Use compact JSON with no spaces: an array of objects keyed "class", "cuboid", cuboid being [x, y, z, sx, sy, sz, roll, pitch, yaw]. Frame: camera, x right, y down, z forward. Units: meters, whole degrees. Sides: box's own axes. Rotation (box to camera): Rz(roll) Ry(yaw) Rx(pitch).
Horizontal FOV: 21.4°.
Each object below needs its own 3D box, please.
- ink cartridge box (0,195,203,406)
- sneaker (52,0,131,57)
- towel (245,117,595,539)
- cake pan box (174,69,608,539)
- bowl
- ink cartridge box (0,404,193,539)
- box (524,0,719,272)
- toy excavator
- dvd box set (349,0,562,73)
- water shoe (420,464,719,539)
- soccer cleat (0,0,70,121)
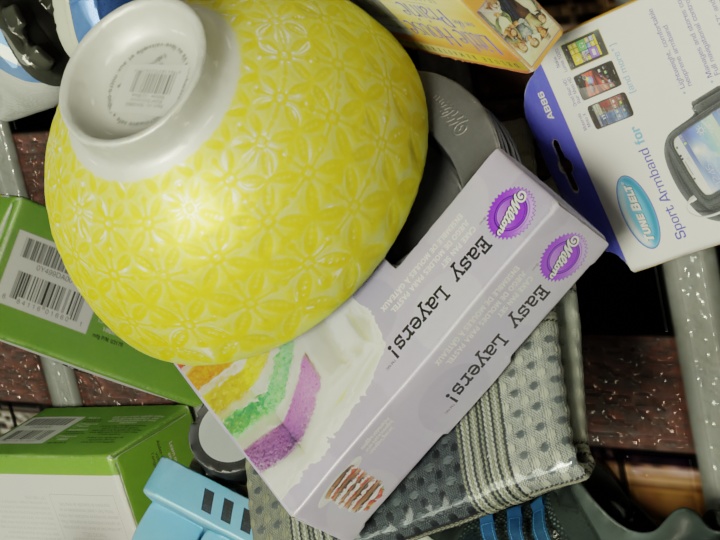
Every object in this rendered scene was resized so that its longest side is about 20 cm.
[{"class":"ink cartridge box","cuboid":[-0.183,0.012,1.117,0.200,0.148,0.076,9,78,60]},{"class":"sneaker","cuboid":[-0.094,-0.096,1.036,0.111,0.077,0.200,14,127,42]},{"class":"towel","cuboid":[0.022,0.040,0.941,0.192,0.035,0.200,-24,55,29]},{"class":"cake pan box","cuboid":[0.000,0.000,0.923,0.200,0.052,0.184,-49,48,8]},{"class":"bowl","cuboid":[-0.079,-0.067,0.895,0.200,0.108,0.200,-13,59,24]},{"class":"ink cartridge box","cuboid":[-0.154,0.194,1.232,0.148,0.076,0.200,-4,109,42]},{"class":"box","cuboid":[0.166,-0.077,0.855,0.200,0.041,0.119,-20,95,47]},{"class":"toy excavator","cuboid":[-0.100,0.169,1.055,0.194,0.200,0.100,24,163,17]},{"class":"dvd box set","cuboid":[-0.013,-0.169,0.863,0.200,0.029,0.146,41,173,-27]},{"class":"water shoe","cuboid":[0.107,0.138,0.997,0.200,0.071,0.079,11,88,39]},{"class":"soccer cleat","cuboid":[-0.240,-0.180,1.139,0.086,0.070,0.200,-32,87,44]}]
